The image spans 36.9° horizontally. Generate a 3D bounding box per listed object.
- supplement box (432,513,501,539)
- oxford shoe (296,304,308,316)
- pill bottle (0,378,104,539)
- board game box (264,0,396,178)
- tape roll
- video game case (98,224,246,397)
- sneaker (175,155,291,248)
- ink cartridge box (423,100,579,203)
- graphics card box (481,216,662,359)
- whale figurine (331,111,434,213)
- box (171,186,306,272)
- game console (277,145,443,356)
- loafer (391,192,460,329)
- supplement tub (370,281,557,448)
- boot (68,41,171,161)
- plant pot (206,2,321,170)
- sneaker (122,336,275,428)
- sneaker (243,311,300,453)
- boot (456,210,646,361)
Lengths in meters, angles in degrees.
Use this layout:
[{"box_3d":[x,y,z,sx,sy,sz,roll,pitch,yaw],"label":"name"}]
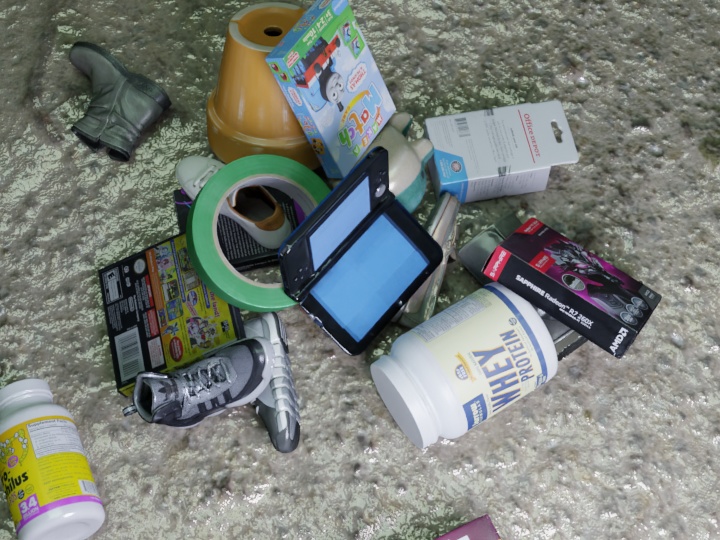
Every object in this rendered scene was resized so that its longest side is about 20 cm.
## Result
[{"box_3d":[0.086,0.389,1.234,0.200,0.103,0.131,-24,62,-11],"label":"supplement box"},{"box_3d":[0.000,0.000,1.468,0.200,0.071,0.071,-29,69,-1],"label":"oxford shoe"},{"box_3d":[-0.393,0.237,1.334,0.104,0.104,0.200,-23,63,-9],"label":"pill bottle"},{"box_3d":[-0.035,-0.248,1.447,0.037,0.200,0.151,8,51,37],"label":"board game box"},{"box_3d":[-0.123,-0.048,1.395,0.200,0.048,0.201,3,81,-19],"label":"tape roll"},{"box_3d":[-0.254,0.048,1.438,0.181,0.026,0.200,-24,56,8],"label":"video game case"},{"box_3d":[-0.177,-0.114,1.485,0.200,0.085,0.073,33,69,20],"label":"sneaker"},{"box_3d":[0.198,-0.168,1.544,0.200,0.067,0.116,-9,62,-4],"label":"ink cartridge box"},{"box_3d":[0.264,0.018,1.342,0.200,0.051,0.125,35,32,15],"label":"graphics card box"},{"box_3d":[0.036,-0.143,1.533,0.159,0.104,0.200,-16,36,20],"label":"whale figurine"},{"box_3d":[-0.157,-0.069,1.526,0.200,0.036,0.143,-12,61,-5],"label":"box"},{"box_3d":[0.007,-0.023,1.354,0.118,0.171,0.200,35,69,18],"label":"game console"},{"box_3d":[0.099,-0.009,1.474,0.063,0.072,0.200,27,72,-4],"label":"loafer"},{"box_3d":[0.128,0.119,1.353,0.200,0.145,0.145,-30,65,-13],"label":"supplement tub"},{"box_3d":[-0.394,-0.255,1.620,0.200,0.068,0.131,32,74,19],"label":"boot"},{"box_3d":[-0.119,-0.265,1.515,0.200,0.183,0.200,2,44,-2],"label":"plant pot"},{"box_3d":[-0.202,0.141,1.326,0.200,0.114,0.076,-32,69,28],"label":"sneaker"},{"box_3d":[-0.145,0.153,1.395,0.115,0.075,0.200,-13,55,4],"label":"sneaker"},{"box_3d":[0.256,0.003,1.447,0.182,0.073,0.200,-31,67,-13],"label":"boot"}]
